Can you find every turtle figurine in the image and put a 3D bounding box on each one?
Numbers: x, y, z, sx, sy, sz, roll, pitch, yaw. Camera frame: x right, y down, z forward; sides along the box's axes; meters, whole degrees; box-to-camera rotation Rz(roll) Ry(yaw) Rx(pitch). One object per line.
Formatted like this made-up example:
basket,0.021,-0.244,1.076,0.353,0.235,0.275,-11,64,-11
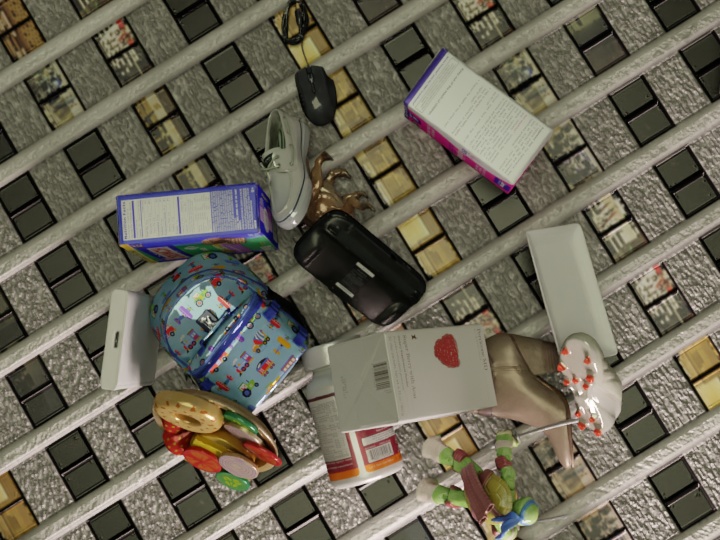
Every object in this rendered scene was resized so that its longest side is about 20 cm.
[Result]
turtle figurine,0.189,0.300,1.483,0.193,0.145,0.200,13,43,36

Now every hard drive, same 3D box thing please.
hard drive,-0.319,0.098,1.485,0.026,0.200,0.133,6,86,4

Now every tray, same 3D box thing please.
tray,0.300,0.035,1.520,0.107,0.022,0.202,-9,79,-29

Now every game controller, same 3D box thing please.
game controller,0.000,0.000,1.510,0.200,0.042,0.104,39,117,-24

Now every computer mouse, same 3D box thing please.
computer mouse,-0.080,-0.315,1.585,0.058,0.034,0.202,-17,85,3

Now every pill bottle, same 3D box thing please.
pill bottle,-0.016,0.200,1.505,0.109,0.110,0.202,-16,85,2

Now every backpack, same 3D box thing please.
backpack,-0.193,0.081,1.487,0.183,0.135,0.200,-45,106,0

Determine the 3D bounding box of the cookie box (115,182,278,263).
cookie box,-0.229,-0.065,1.508,0.198,0.171,0.076,-5,82,4

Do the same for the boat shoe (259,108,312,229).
boat shoe,-0.116,-0.148,1.514,0.073,0.067,0.201,-34,41,30

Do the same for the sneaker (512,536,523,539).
sneaker,0.292,0.438,1.501,0.200,0.070,0.076,42,69,3

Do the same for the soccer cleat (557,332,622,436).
soccer cleat,0.324,0.147,1.466,0.069,0.201,0.078,22,56,39

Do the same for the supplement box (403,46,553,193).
supplement box,0.169,-0.215,1.529,0.199,0.101,0.104,36,89,6

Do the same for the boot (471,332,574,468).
boot,0.226,0.189,1.515,0.145,0.070,0.202,-7,80,5

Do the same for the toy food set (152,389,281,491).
toy food set,-0.205,0.235,1.480,0.197,0.200,0.049,26,54,-4

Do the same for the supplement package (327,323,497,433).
supplement package,0.073,0.146,1.445,0.119,0.199,0.122,-19,78,45

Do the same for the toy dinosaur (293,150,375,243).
toy dinosaur,-0.061,-0.087,1.546,0.135,0.086,0.200,-41,79,7
